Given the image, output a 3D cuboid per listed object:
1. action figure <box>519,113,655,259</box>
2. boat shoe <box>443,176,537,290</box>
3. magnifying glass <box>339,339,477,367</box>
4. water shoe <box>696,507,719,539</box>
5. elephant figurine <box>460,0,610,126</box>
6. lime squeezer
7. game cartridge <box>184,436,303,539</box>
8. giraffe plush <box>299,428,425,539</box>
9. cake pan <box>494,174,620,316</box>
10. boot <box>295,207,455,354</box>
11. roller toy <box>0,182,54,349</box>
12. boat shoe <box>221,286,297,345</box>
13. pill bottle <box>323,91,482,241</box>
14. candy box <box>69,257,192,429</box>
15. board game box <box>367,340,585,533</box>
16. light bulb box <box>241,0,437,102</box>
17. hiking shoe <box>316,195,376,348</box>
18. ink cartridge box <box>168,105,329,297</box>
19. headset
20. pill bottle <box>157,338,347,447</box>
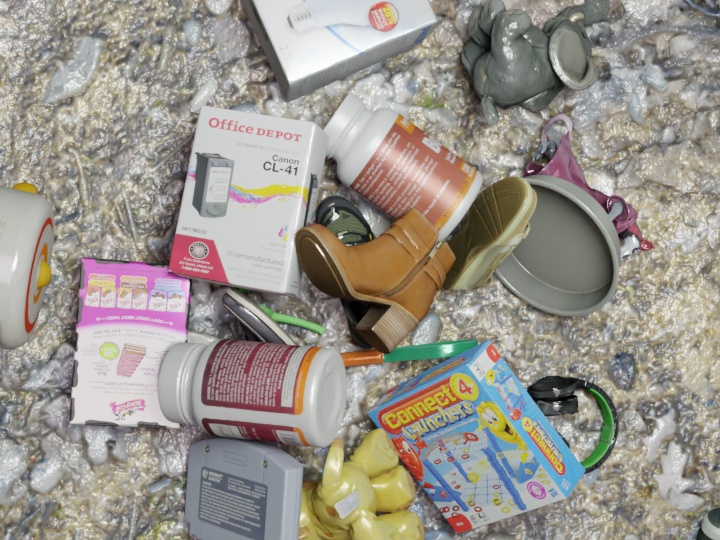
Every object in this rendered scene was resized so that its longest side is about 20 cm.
[{"bbox_3d":[0.293,-0.080,1.405,0.199,0.134,0.149,27,58,-6],"label":"action figure"},{"bbox_3d":[0.166,-0.042,1.335,0.063,0.201,0.074,4,51,-26],"label":"boat shoe"},{"bbox_3d":[0.050,0.105,1.376,0.199,0.080,0.023,-8,88,3],"label":"magnifying glass"},{"bbox_3d":[0.537,0.367,1.445,0.199,0.072,0.079,13,115,-9],"label":"water shoe"},{"bbox_3d":[0.239,-0.270,1.380,0.199,0.142,0.156,4,118,-23],"label":"elephant figurine"},{"bbox_3d":[-0.130,0.019,1.365,0.071,0.038,0.200,-39,93,-6],"label":"lime squeezer"},{"bbox_3d":[-0.140,0.268,1.294,0.041,0.199,0.134,10,85,-42],"label":"game cartridge"},{"bbox_3d":[-0.041,0.297,1.320,0.162,0.200,0.174,-25,69,27],"label":"giraffe plush"},{"bbox_3d":[0.237,-0.034,1.349,0.201,0.200,0.037,51,54,-4],"label":"cake pan"},{"bbox_3d":[0.021,-0.021,1.270,0.155,0.073,0.200,-51,124,-22],"label":"boot"},{"bbox_3d":[-0.427,-0.006,1.255,0.139,0.200,0.184,11,101,-8],"label":"roller toy"},{"bbox_3d":[-0.109,0.101,1.328,0.063,0.073,0.200,-44,119,-3],"label":"boat shoe"},{"bbox_3d":[0.044,-0.130,1.352,0.200,0.112,0.112,35,85,-6],"label":"pill bottle"},{"bbox_3d":[-0.280,0.089,1.332,0.135,0.061,0.201,5,88,-10],"label":"candy box"},{"bbox_3d":[0.136,0.207,1.322,0.196,0.200,0.056,53,46,-4],"label":"board game box"},{"bbox_3d":[-0.039,-0.344,1.338,0.199,0.125,0.199,-25,92,-6],"label":"light bulb box"},{"bbox_3d":[0.000,0.000,1.350,0.075,0.101,0.201,-20,92,-8],"label":"hiking shoe"},{"bbox_3d":[-0.130,-0.080,1.273,0.147,0.086,0.201,10,88,8],"label":"ink cartridge box"},{"bbox_3d":[0.244,0.194,1.384,0.199,0.094,0.124,14,87,-16],"label":"headset"},{"bbox_3d":[-0.125,0.139,1.263,0.199,0.114,0.115,4,89,19],"label":"pill bottle"}]
